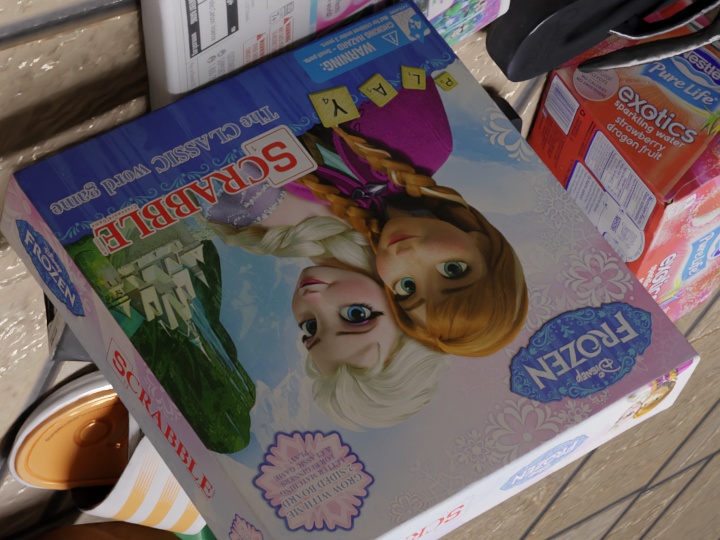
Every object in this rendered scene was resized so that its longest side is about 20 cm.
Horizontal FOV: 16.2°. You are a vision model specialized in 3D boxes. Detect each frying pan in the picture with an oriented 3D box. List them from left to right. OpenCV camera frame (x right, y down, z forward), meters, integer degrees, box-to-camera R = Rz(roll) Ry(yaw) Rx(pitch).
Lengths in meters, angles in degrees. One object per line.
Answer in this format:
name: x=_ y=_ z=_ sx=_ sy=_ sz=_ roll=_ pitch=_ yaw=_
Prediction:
frying pan: x=0.204 y=-0.125 z=1.200 sx=0.188 sy=0.031 sz=0.115 roll=-6 pitch=-173 yaw=19

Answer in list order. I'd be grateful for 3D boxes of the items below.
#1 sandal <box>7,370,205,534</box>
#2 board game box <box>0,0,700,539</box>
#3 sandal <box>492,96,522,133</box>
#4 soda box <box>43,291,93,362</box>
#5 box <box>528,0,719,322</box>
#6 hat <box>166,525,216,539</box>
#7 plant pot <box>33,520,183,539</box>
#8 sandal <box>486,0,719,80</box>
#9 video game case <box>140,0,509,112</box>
sandal: x=-0.071 y=0.094 z=1.255 sx=0.205 sy=0.059 sz=0.079 roll=2 pitch=132 yaw=-28
board game box: x=-0.004 y=0.009 z=0.980 sx=0.199 sy=0.200 sz=0.041 roll=-27 pitch=158 yaw=-29
sandal: x=0.053 y=-0.028 z=1.318 sx=0.076 sy=0.043 sz=0.200 roll=-32 pitch=161 yaw=-17
soda box: x=-0.031 y=-0.002 z=1.060 sx=0.198 sy=0.064 sz=0.071 roll=3 pitch=145 yaw=-19
box: x=0.151 y=-0.044 z=1.375 sx=0.095 sy=0.100 sz=0.200 roll=-30 pitch=159 yaw=-21
hat: x=-0.046 y=0.081 z=1.421 sx=0.165 sy=0.176 sz=0.201 roll=15 pitch=119 yaw=-25
plant pot: x=-0.172 y=0.228 z=1.300 sx=0.139 sy=0.201 sz=0.200 roll=8 pitch=134 yaw=-43
sandal: x=0.149 y=-0.138 z=1.215 sx=0.199 sy=0.043 sz=0.076 roll=-31 pitch=160 yaw=-21
video game case: x=-0.008 y=-0.118 z=1.028 sx=0.181 sy=0.024 sz=0.200 roll=-33 pitch=160 yaw=-16
